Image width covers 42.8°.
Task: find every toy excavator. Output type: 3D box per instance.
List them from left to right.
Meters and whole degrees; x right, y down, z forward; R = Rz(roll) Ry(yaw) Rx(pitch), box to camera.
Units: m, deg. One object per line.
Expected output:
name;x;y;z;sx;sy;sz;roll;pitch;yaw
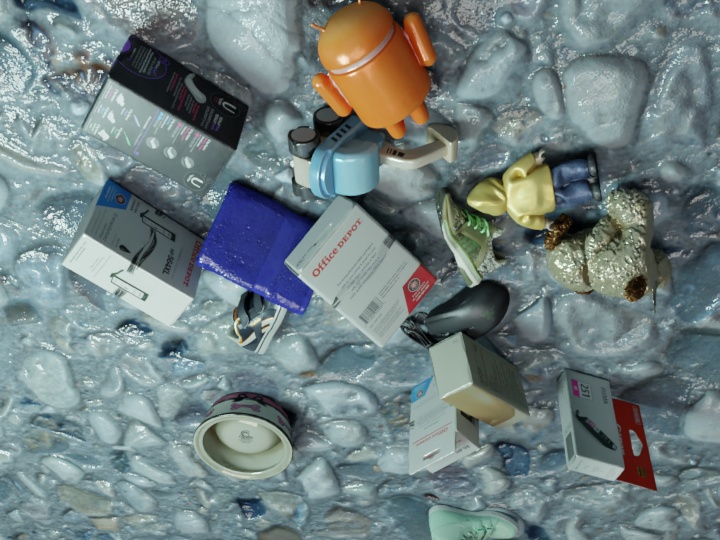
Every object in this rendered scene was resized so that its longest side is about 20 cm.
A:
toy excavator;0.019;-0.165;1.331;0.198;0.195;0.101;22;136;24

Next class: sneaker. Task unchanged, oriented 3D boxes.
sneaker;-0.174;0.068;1.578;0.078;0.079;0.201;18;130;-14
sneaker;0.176;-0.064;1.443;0.088;0.077;0.201;-22;133;10
sneaker;0.242;0.575;1.951;0.197;0.119;0.074;9;130;-4

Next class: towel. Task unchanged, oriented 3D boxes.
towel;-0.150;-0.035;1.475;0.198;0.049;0.149;26;87;-17

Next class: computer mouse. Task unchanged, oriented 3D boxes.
computer mouse;0.176;0.095;1.584;0.138;0.053;0.199;37;125;-23

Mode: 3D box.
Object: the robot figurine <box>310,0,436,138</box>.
robot figurine;0.021;-0.276;1.236;0.143;0.117;0.200;-1;139;44

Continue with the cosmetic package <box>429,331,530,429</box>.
cosmetic package;0.209;0.195;1.598;0.071;0.106;0.199;-29;140;27

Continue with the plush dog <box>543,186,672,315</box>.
plush dog;0.371;-0.011;1.427;0.170;0.161;0.201;0;136;37

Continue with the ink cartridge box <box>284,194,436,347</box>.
ink cartridge box;0.000;0.000;1.456;0.200;0.084;0.145;42;87;-28

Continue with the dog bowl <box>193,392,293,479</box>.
dog bowl;-0.225;0.322;1.808;0.197;0.074;0.202;3;131;4

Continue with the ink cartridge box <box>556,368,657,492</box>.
ink cartridge box;0.440;0.280;1.620;0.171;0.201;0.044;15;130;-8

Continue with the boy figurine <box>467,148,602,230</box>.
boy figurine;0.261;-0.116;1.378;0.197;0.065;0.126;-12;109;18

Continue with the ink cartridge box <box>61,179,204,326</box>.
ink cartridge box;-0.353;-0.028;1.467;0.199;0.147;0.084;32;125;-22

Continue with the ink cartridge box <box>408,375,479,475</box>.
ink cartridge box;0.150;0.280;1.649;0.067;0.201;0.115;38;125;-26

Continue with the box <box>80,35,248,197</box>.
box;-0.275;-0.218;1.309;0.198;0.123;0.106;29;127;-18
